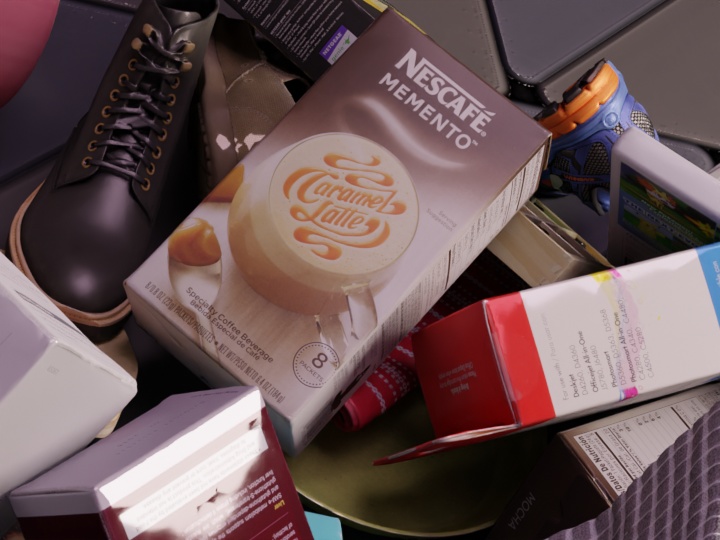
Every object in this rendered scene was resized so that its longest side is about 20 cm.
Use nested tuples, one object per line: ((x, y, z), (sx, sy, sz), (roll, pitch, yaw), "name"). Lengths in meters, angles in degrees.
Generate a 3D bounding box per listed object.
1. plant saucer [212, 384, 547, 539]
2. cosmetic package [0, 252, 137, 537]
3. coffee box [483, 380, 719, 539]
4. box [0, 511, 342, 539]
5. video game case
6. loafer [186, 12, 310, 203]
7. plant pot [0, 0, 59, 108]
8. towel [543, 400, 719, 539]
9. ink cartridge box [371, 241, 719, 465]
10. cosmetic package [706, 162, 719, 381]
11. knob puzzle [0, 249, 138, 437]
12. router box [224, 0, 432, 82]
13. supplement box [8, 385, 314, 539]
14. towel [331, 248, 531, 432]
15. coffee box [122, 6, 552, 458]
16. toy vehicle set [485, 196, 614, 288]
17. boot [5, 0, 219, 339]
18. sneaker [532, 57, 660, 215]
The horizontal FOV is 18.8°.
((0.006, 0.071, 1.181), (0.199, 0.031, 0.200), (16, 43, -15), "plant saucer")
((-0.242, 0.046, 0.911), (0.200, 0.199, 0.123), (42, -2, 16), "cosmetic package")
((0.171, 0.127, 1.159), (0.200, 0.113, 0.080), (-14, 56, -39), "coffee box")
((-0.107, 0.142, 1.026), (0.199, 0.049, 0.082), (14, 43, -19), "box")
((0.223, 0.012, 1.197), (0.200, 0.182, 0.022), (35, 78, 15), "video game case")
((-0.063, -0.089, 1.243), (0.067, 0.076, 0.200), (3, 30, -7), "loafer")
((-0.266, -0.165, 1.154), (0.179, 0.200, 0.200), (17, 40, -37), "plant pot")
((0.130, 0.166, 0.948), (0.085, 0.166, 0.200), (30, 34, -14), "towel")
((0.104, 0.042, 1.113), (0.199, 0.116, 0.067), (-13, 83, -20), "ink cartridge box")
((0.268, 0.032, 1.336), (0.200, 0.090, 0.107), (40, 38, 15), "cosmetic package")
((-0.198, 0.033, 1.082), (0.219, 0.031, 0.220), (21, 20, -8), "knob puzzle")
((-0.002, -0.137, 1.300), (0.157, 0.052, 0.200), (43, 9, 15), "router box")
((-0.063, 0.163, 0.940), (0.109, 0.061, 0.200), (-30, 105, -45), "supplement box")
((0.000, 0.000, 1.211), (0.145, 0.023, 0.200), (41, 42, 12), "towel")
((-0.010, -0.020, 1.108), (0.114, 0.080, 0.200), (39, 76, 12), "coffee box")
((0.085, -0.032, 1.256), (0.124, 0.027, 0.200), (42, 8, 13), "toy vehicle set")
((-0.126, -0.070, 1.145), (0.077, 0.139, 0.200), (19, 33, -14), "boot")
((0.139, -0.065, 1.313), (0.078, 0.075, 0.200), (50, -1, 4), "sneaker")
